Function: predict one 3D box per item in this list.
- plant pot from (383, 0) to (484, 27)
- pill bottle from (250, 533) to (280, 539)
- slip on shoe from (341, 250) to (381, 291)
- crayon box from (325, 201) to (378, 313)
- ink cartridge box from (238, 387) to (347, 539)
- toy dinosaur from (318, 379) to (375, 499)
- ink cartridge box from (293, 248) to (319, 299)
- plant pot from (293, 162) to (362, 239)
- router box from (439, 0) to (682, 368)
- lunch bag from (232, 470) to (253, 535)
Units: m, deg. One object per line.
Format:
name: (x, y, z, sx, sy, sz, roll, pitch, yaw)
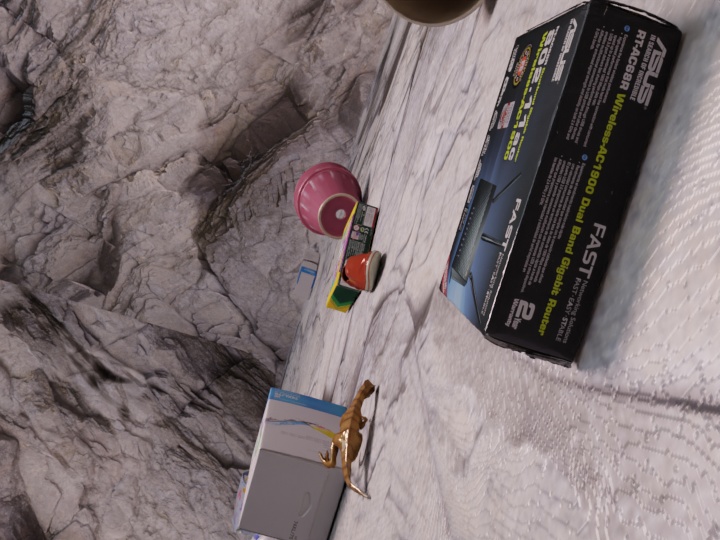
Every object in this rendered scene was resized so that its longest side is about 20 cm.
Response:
plant pot: (0.120, -0.457, 1.054, 0.201, 0.183, 0.191, -56, -12, -61)
pill bottle: (-0.134, 0.485, 1.241, 0.200, 0.109, 0.115, 126, 160, -71)
slip on shoe: (0.000, 0.000, 1.443, 0.200, 0.060, 0.076, 147, 141, -79)
crayon box: (-0.020, -0.027, 1.703, 0.173, 0.057, 0.205, 118, 166, -69)
ink cartridge box: (-0.105, 0.317, 1.222, 0.201, 0.142, 0.151, -96, 23, -73)
toy dinosaur: (-0.019, 0.240, 1.028, 0.203, 0.059, 0.108, -81, 11, -46)
ink cartridge box: (-0.261, 0.016, 3.653, 0.202, 0.082, 0.149, -82, 10, -55)
plant pot: (-0.077, -0.178, 2.074, 0.180, 0.195, 0.205, -124, 48, -62)
router box: (0.119, -0.058, 0.493, 0.150, 0.060, 0.206, -122, 47, -80)
lunch bag: (-0.380, 0.812, 2.626, 0.199, 0.124, 0.175, -177, 101, -74)
